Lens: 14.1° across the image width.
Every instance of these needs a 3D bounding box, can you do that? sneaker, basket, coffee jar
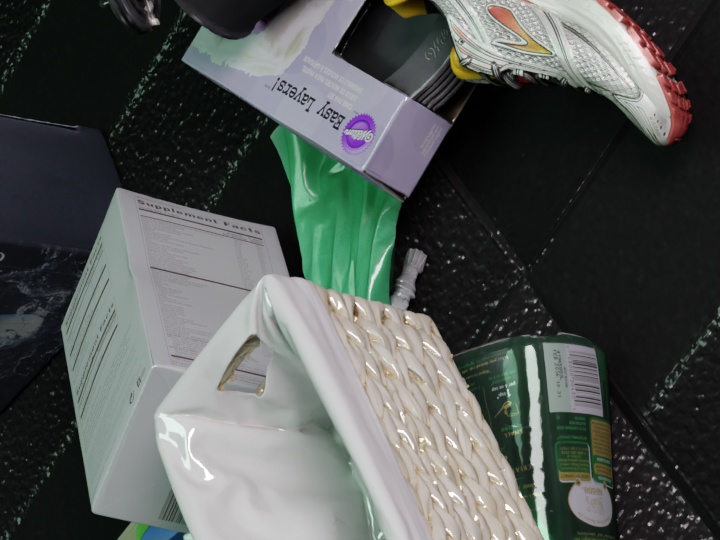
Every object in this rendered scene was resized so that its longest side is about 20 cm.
[{"bbox_3d":[0.098,-0.125,1.590,0.200,0.078,0.082,38,95,24],"label":"sneaker"},{"bbox_3d":[-0.002,0.119,1.533,0.136,0.123,0.200,-51,50,32],"label":"basket"},{"bbox_3d":[0.094,0.141,1.580,0.104,0.085,0.200,-20,69,37],"label":"coffee jar"}]

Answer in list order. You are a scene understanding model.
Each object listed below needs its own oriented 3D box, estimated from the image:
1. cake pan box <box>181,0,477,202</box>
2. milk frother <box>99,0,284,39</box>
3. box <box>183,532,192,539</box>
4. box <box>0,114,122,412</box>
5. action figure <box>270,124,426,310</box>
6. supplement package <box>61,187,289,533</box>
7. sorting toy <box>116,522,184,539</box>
[{"bbox_3d":[0.008,-0.158,1.717,0.200,0.052,0.184,35,95,44],"label":"cake pan box"},{"bbox_3d":[-0.050,-0.221,1.623,0.188,0.180,0.200,-34,33,24],"label":"milk frother"},{"bbox_3d":[0.000,0.214,1.639,0.144,0.036,0.200,-25,77,12],"label":"box"},{"bbox_3d":[-0.287,-0.007,1.950,0.200,0.196,0.118,-45,54,34],"label":"box"},{"bbox_3d":[0.000,0.000,1.732,0.118,0.055,0.200,-19,66,43],"label":"action figure"},{"bbox_3d":[-0.104,0.056,1.747,0.200,0.114,0.110,-108,37,-56],"label":"supplement package"},{"bbox_3d":[-0.130,0.214,1.823,0.200,0.036,0.185,-56,30,29],"label":"sorting toy"}]
